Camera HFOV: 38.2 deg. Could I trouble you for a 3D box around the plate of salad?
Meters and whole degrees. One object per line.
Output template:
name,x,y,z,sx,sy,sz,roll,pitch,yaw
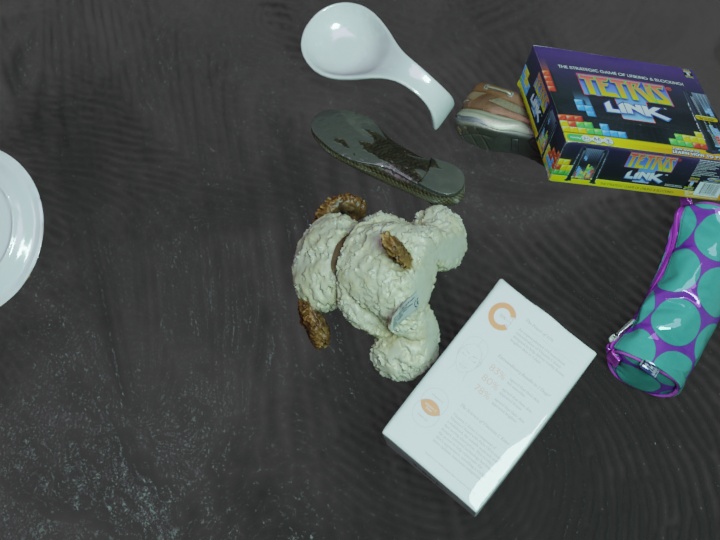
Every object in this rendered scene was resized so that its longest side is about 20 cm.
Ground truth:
plate of salad,-0.451,-0.044,1.193,0.196,0.048,0.204,-2,82,11

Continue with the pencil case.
pencil case,0.334,0.028,1.092,0.092,0.085,0.202,30,78,-3

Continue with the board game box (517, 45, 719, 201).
board game box,0.281,-0.158,1.100,0.197,0.057,0.167,5,46,-14

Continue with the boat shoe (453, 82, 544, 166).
boat shoe,0.206,-0.163,1.163,0.197,0.076,0.073,19,74,8

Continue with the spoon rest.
spoon rest,0.019,-0.242,1.205,0.199,0.061,0.100,34,79,12

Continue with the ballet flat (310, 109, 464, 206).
ballet flat,0.030,-0.124,1.183,0.198,0.047,0.068,26,63,14

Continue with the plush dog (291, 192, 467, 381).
plush dog,0.000,0.000,1.108,0.170,0.160,0.203,5,71,33

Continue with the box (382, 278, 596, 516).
box,0.131,0.133,1.071,0.124,0.098,0.201,38,81,14
